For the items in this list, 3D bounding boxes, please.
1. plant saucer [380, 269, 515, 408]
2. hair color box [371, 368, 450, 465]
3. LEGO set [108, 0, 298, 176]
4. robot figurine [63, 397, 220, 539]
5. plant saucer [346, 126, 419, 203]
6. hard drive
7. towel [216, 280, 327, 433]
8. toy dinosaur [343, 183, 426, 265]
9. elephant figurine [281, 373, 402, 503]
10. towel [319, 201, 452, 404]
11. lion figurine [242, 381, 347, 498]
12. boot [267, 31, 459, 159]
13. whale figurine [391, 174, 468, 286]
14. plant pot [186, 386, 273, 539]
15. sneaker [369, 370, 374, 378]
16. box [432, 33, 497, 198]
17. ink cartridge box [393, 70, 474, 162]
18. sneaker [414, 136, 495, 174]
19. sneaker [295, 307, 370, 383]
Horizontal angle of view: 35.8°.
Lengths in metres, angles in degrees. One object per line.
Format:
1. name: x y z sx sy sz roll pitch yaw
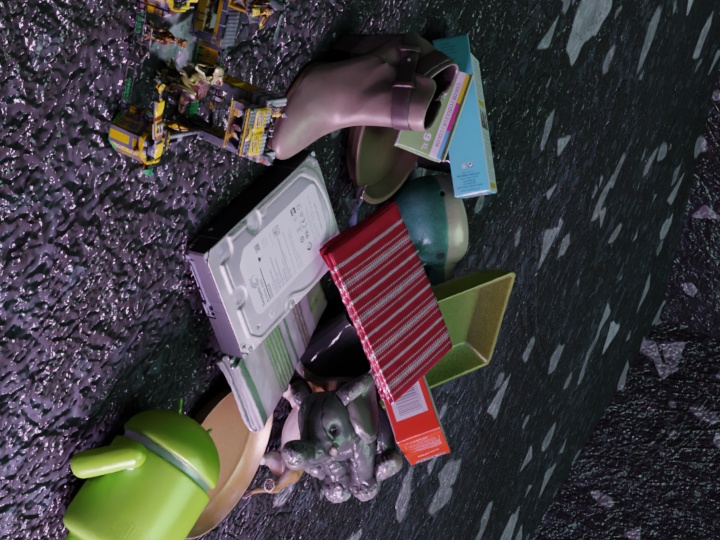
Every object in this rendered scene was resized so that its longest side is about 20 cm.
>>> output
1. plant saucer: 0.103 0.084 1.526 0.198 0.048 0.201 -20 143 -24
2. hair color box: 0.067 0.181 1.427 0.060 0.103 0.200 -20 160 2
3. LEGO set: -0.122 -0.170 0.958 0.153 0.115 0.203 -9 119 -63
4. robot figurine: -0.218 0.229 1.122 0.201 0.115 0.176 -58 150 -20
5. plant saucer: 0.038 -0.183 1.407 0.200 0.029 0.202 -47 149 -39
6. hard drive: -0.098 -0.021 1.208 0.200 0.037 0.141 -46 133 -38
7. towel: -0.100 0.071 1.314 0.150 0.030 0.201 78 31 -50
8. toy dinosaur: 0.000 0.000 1.395 0.180 0.105 0.201 -14 142 -43
9. elephant figurine: -0.030 0.184 1.349 0.141 0.156 0.201 -35 139 -4
10. towel: 0.034 0.035 1.306 0.144 0.022 0.202 -37 110 -43
11. lion figurine: -0.082 0.218 1.474 0.202 0.072 0.122 -59 154 -4
12. boot: 0.009 -0.180 1.197 0.201 0.145 0.070 -58 154 -19
13. whale figurine: 0.083 -0.041 1.549 0.201 0.102 0.161 104 -22 -54
14. plant pot: -0.172 0.221 1.328 0.200 0.027 0.202 -49 152 -37
15. sneaker: 0.007 0.176 1.620 0.202 0.074 0.087 -66 162 -1
16. box: 0.136 -0.198 1.448 0.082 0.048 0.203 -10 91 -77
17. ink cartridge box: 0.084 -0.185 1.301 0.200 0.059 0.105 -78 -171 -84
18. sneaker: 0.156 -0.181 1.575 0.200 0.098 0.072 -39 143 -49
19. sneaker: 0.000 0.090 1.463 0.106 0.075 0.199 -39 168 24
